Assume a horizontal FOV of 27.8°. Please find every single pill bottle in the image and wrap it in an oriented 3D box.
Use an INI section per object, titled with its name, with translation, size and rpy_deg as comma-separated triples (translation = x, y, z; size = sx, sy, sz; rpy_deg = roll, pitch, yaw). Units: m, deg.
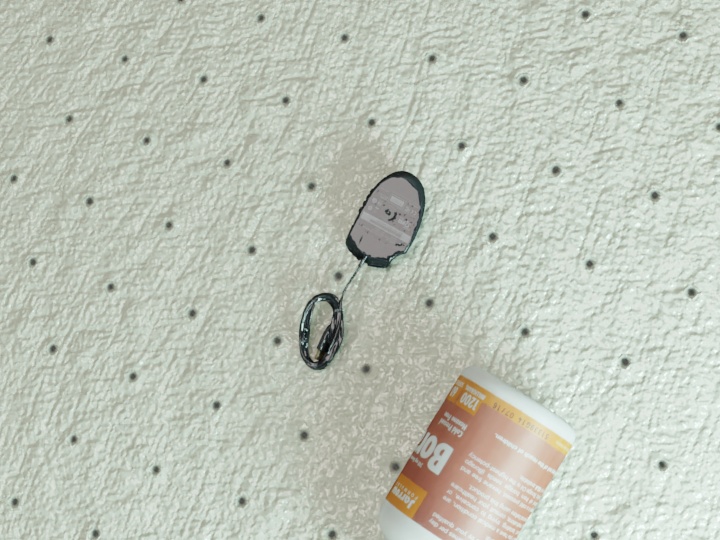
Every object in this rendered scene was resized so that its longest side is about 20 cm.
[pill bottle]
translation = 0.085, 0.191, 1.217
size = 0.112, 0.112, 0.201
rpy_deg = 30, 86, 21

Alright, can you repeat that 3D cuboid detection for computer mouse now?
[computer mouse]
translation = 0.000, 0.000, 1.339
size = 0.058, 0.034, 0.201
rpy_deg = 31, 92, 5
